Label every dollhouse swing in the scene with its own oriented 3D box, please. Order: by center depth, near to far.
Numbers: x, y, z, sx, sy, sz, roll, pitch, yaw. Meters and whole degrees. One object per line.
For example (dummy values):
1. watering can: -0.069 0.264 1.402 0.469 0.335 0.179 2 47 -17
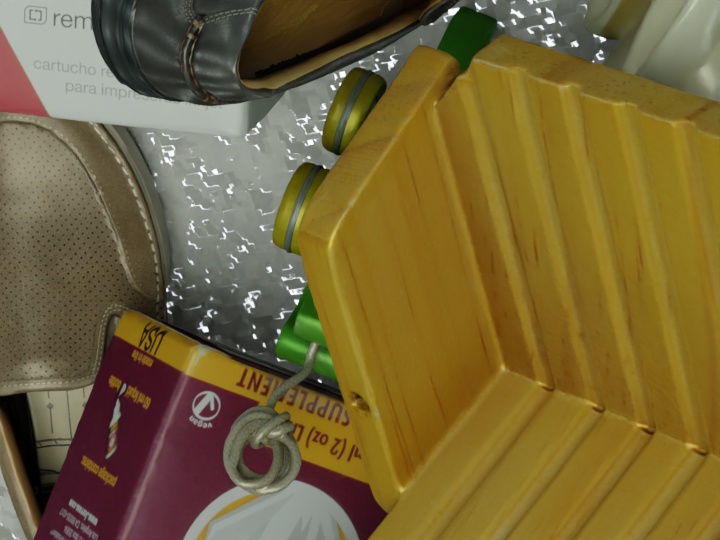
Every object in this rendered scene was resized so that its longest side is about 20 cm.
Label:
1. dollhouse swing: 0.043 0.066 0.837 0.200 0.176 0.182 23 141 43

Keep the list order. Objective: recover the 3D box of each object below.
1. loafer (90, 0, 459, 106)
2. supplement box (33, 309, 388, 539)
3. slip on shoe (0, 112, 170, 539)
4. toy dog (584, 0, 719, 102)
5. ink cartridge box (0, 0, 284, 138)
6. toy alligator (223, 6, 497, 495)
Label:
1. loafer: 0.017 -0.103 0.926 0.200 0.072 0.073 -34 125 -20
2. supplement box: -0.057 0.128 1.011 0.110 0.086 0.200 21 89 -22
3. slip on shoe: -0.106 0.025 1.054 0.076 0.061 0.201 -3 109 13
4. toy dog: 0.165 -0.027 0.930 0.200 0.140 0.194 24 95 -9
5. ink cartridge box: -0.093 -0.157 0.973 0.145 0.083 0.201 7 111 10
6. toy alligator: 0.000 0.000 0.980 0.059 0.200 0.054 21 151 8
